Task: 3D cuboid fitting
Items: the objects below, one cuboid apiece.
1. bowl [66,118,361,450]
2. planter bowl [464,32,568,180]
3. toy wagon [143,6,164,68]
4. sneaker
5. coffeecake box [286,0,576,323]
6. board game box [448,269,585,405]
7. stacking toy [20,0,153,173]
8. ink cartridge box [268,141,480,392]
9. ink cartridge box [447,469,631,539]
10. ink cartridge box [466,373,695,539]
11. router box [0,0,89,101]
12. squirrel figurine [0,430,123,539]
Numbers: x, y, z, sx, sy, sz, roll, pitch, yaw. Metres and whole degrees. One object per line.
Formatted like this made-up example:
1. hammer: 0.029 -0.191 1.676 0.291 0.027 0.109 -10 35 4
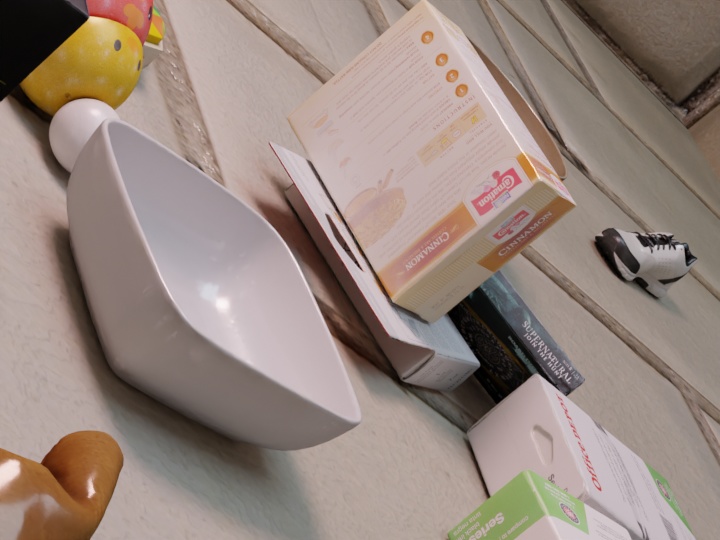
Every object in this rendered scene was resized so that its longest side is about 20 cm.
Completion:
1. bowl: -0.101 0.021 1.241 0.200 0.075 0.201 33 24 -45
2. planter bowl: 0.090 -0.128 1.966 0.200 0.134 0.201 46 16 -18
3. toy wagon: -0.227 -0.242 1.533 0.201 0.039 0.155 56 17 17
4. sneaker: 0.373 -0.027 2.609 0.200 0.080 0.074 21 35 -57
5. coffeecake box: 0.054 -0.087 1.597 0.073 0.153 0.201 27 28 -56
6. board game box: 0.100 0.036 1.699 0.201 0.028 0.135 52 -21 3
7. stacking toy: -0.188 -0.150 1.343 0.146 0.145 0.202 27 46 -54
8. ink cartridge box: 0.000 0.000 1.612 0.201 0.043 0.173 58 18 23
9. ink cartridge box: 0.162 0.260 1.410 0.145 0.084 0.201 34 23 -43
10. ink cartridge box: 0.188 0.197 1.616 0.200 0.084 0.147 38 20 -35
11. router box: -0.263 -0.153 1.048 0.200 0.149 0.051 39 20 -37
12. squirrel figurine: -0.207 0.089 0.710 0.186 0.142 0.200 41 15 -11
